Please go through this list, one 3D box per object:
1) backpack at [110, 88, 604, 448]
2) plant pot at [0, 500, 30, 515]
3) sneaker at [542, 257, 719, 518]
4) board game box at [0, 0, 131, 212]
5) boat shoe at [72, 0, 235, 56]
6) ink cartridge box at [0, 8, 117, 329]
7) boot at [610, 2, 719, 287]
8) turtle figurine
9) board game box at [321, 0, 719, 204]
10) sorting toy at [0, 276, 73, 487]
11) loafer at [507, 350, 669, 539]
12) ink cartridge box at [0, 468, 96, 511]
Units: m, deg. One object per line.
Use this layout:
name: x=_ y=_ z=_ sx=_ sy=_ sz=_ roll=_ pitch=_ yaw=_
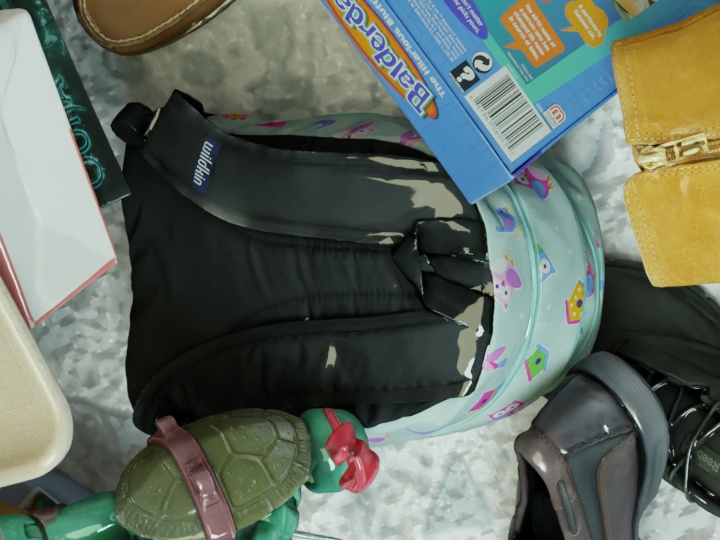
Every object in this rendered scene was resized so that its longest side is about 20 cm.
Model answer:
backpack: x=0.000 y=0.000 z=1.240 sx=0.199 sy=0.126 sz=0.168 roll=-2 pitch=97 yaw=38
plant pot: x=-0.179 y=0.181 z=1.286 sx=0.140 sy=0.200 sz=0.201 roll=31 pitch=111 yaw=22
sneaker: x=0.142 y=0.058 z=1.248 sx=0.199 sy=0.091 sz=0.076 roll=27 pitch=109 yaw=12
board game box: x=-0.168 y=-0.114 z=1.274 sx=0.028 sy=0.135 sz=0.201 roll=-26 pitch=96 yaw=-20
boat shoe: x=-0.058 y=-0.164 z=1.258 sx=0.072 sy=0.068 sz=0.200 roll=45 pitch=112 yaw=-1
ink cartridge box: x=-0.211 y=-0.035 z=1.235 sx=0.199 sy=0.067 sz=0.117 roll=-5 pitch=114 yaw=36
boot: x=0.179 y=-0.010 z=1.114 sx=0.143 sy=0.071 sz=0.202 roll=-18 pitch=89 yaw=21
turtle figurine: x=-0.062 y=0.104 z=1.168 sx=0.199 sy=0.150 sz=0.101 roll=-20 pitch=117 yaw=-14
board game box: x=0.076 y=-0.145 z=1.173 sx=0.152 sy=0.200 sz=0.045 roll=54 pitch=155 yaw=-2
sorting toy: x=-0.215 y=0.002 z=1.196 sx=0.184 sy=0.036 sz=0.201 roll=-17 pitch=102 yaw=38
loafer: x=0.084 y=0.116 z=1.250 sx=0.072 sy=0.063 sz=0.201 roll=42 pitch=149 yaw=31
ink cartridge box: x=-0.150 y=0.158 z=1.384 sx=0.199 sy=0.042 sz=0.120 roll=32 pitch=110 yaw=7
